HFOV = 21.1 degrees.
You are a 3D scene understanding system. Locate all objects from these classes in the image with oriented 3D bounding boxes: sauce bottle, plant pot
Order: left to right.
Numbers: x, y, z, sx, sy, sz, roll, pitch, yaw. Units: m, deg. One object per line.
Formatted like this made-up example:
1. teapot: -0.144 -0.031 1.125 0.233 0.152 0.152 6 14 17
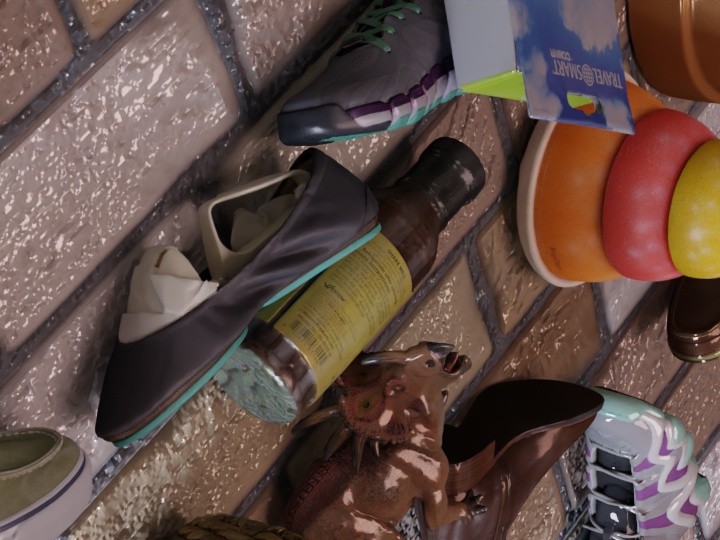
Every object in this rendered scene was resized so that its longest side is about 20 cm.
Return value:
1. sauce bottle: 0.000 0.000 1.065 0.200 0.064 0.065 -45 136 -31
2. plant pot: 0.291 -0.202 1.306 0.199 0.139 0.202 -27 126 -44

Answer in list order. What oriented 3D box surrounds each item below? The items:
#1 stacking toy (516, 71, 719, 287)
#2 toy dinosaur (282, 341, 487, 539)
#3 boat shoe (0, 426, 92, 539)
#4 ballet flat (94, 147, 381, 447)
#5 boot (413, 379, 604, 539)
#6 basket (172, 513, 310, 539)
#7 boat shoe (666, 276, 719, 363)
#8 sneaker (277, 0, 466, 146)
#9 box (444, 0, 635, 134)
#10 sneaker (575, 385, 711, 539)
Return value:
1. stacking toy: 0.211 -0.039 1.215 0.146 0.199 0.148 -27 125 -45
2. toy dinosaur: -0.001 0.121 1.106 0.135 0.086 0.201 26 97 -48
3. boat shoe: -0.198 0.102 0.841 0.199 0.072 0.063 -21 120 -45
4. ballet flat: -0.073 0.004 0.977 0.200 0.073 0.073 -41 135 -27
5. boot: 0.087 0.184 1.267 0.185 0.064 0.202 -19 120 -43
6. basket: -0.053 0.229 0.976 0.149 0.199 0.144 -42 136 -34
7. boat shoe: 0.274 -0.018 1.427 0.201 0.071 0.068 -55 136 -32
8. sneaker: 0.013 -0.126 1.044 0.200 0.074 0.088 -28 108 -52
9. box: 0.092 -0.173 1.065 0.121 0.047 0.202 1 79 -53
10. sneaker: 0.186 0.178 1.380 0.141 0.077 0.200 -61 143 -16
